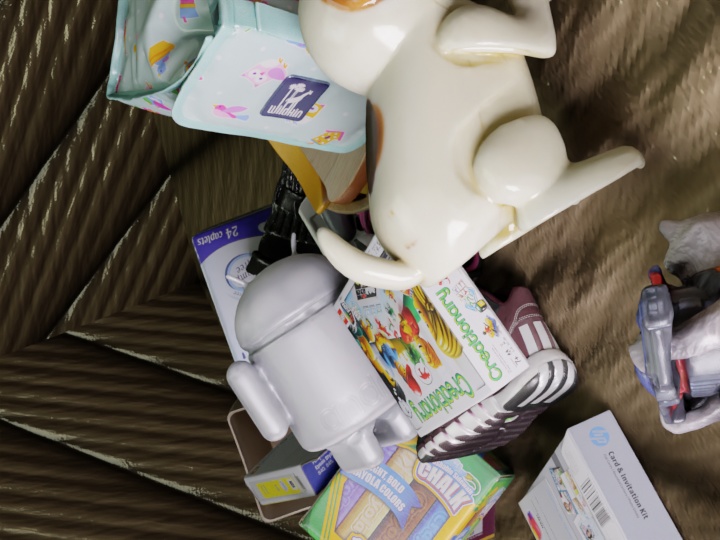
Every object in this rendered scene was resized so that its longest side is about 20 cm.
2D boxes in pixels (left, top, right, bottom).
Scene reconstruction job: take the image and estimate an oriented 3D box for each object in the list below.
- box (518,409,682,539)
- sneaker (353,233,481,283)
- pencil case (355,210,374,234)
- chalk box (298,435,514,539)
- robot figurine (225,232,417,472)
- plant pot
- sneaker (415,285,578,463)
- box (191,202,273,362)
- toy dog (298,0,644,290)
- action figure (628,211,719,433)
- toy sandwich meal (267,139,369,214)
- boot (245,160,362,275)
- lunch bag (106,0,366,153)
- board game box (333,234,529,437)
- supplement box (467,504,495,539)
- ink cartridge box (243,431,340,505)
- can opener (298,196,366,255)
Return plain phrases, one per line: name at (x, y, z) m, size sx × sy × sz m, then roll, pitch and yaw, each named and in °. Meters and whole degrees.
box at (0.187, 0.214, 0.809) m, size 0.201 × 0.041 × 0.157 m, roll 97°, pitch 150°, yaw -62°
sneaker at (0.070, 0.014, 0.918) m, size 0.081 × 0.086 × 0.200 m, roll 66°, pitch -172°, yaw 25°
pencil case at (-0.005, -0.124, 0.988) m, size 0.201 × 0.090 × 0.094 m, roll 58°, pitch 160°, yaw 34°
chalk box at (0.062, 0.196, 0.995) m, size 0.123 × 0.201 × 0.124 m, roll 39°, pitch -177°, yaw 19°
robot figurine at (-0.031, 0.071, 0.900) m, size 0.201 × 0.169 × 0.113 m, roll 57°, pitch 149°, yaw -1°
plant pot at (-0.098, 0.261, 1.764) m, size 0.177 × 0.197 × 0.202 m, roll -111°, pitch 4°, yaw -73°
sneaker at (0.098, 0.077, 0.870) m, size 0.200 × 0.075 × 0.117 m, roll -47°, pitch 52°, yaw 49°
box at (-0.069, 0.020, 1.208) m, size 0.105 × 0.182 × 0.202 m, roll -90°, pitch -20°, yaw -84°
toy dog at (0.038, -0.103, 0.632) m, size 0.202 × 0.192 × 0.140 m, roll 62°, pitch 179°, yaw 4°
action figure at (0.194, 0.063, 0.512) m, size 0.200 × 0.103 × 0.196 m, roll 28°, pitch -136°, yaw -71°
toy sandwich meal at (-0.018, -0.137, 0.885) m, size 0.204 × 0.070 × 0.208 m, roll -2°, pitch 88°, yaw 49°
boot at (-0.004, -0.035, 1.107) m, size 0.079 × 0.209 × 0.160 m, roll -132°, pitch 66°, yaw -81°
lunch bag at (-0.071, -0.155, 0.763) m, size 0.199 × 0.169 × 0.124 m, roll 15°, pitch 97°, yaw 56°
board game box at (0.042, 0.044, 0.754) m, size 0.127 × 0.034 × 0.200 m, roll 55°, pitch 162°, yaw 9°
supplement box at (0.050, 0.216, 1.182) m, size 0.201 × 0.129 × 0.104 m, roll -124°, pitch 20°, yaw -44°
ink cartridge box at (-0.005, 0.151, 1.061) m, size 0.047 × 0.197 × 0.199 m, roll 54°, pitch 151°, yaw -6°
can opener at (0.000, 0.000, 1.020) m, size 0.201 × 0.052 × 0.066 m, roll 59°, pitch -171°, yaw 11°
